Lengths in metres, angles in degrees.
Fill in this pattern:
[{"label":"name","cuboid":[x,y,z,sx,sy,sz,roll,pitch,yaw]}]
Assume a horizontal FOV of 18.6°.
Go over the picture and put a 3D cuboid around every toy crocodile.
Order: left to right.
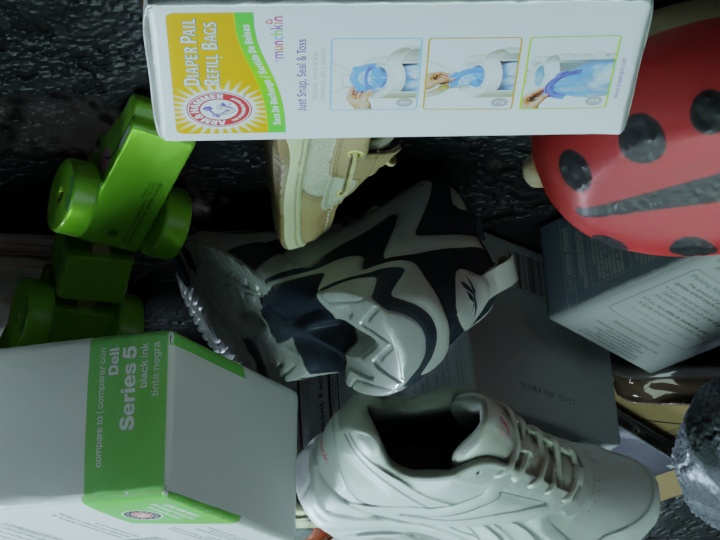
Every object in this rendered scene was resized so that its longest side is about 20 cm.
[{"label":"toy crocodile","cuboid":[-0.137,-0.011,1.136,0.067,0.062,0.201,9,128,-24]}]

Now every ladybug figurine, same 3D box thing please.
[{"label":"ladybug figurine","cuboid":[0.168,-0.060,1.049,0.199,0.072,0.136,-15,126,28]}]

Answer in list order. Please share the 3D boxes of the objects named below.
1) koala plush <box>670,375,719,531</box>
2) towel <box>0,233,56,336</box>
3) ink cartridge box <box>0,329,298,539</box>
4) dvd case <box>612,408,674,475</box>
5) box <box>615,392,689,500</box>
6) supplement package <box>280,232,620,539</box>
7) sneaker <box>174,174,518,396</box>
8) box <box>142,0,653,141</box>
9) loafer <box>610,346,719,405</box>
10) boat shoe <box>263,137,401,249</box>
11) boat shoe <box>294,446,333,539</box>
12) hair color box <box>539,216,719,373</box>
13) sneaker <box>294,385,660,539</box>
[{"label":"koala plush","cuboid":[0.291,0.076,1.214,0.183,0.200,0.178,18,146,44]},{"label":"towel","cuboid":[-0.232,0.038,1.259,0.189,0.032,0.200,2,150,-9]},{"label":"ink cartridge box","cuboid":[-0.150,0.094,1.122,0.198,0.085,0.145,-6,163,23]},{"label":"dvd case","cuboid":[0.087,0.124,1.417,0.199,0.016,0.148,-20,147,33]},{"label":"box","cuboid":[0.169,0.105,1.429,0.163,0.021,0.199,-24,145,33]},{"label":"supplement package","cuboid":[0.038,0.076,1.272,0.113,0.110,0.200,20,143,-35]},{"label":"sneaker","cuboid":[0.000,0.000,1.167,0.129,0.080,0.198,-28,-161,-34]},{"label":"box","cuboid":[0.012,-0.126,0.905,0.198,0.113,0.102,-2,152,-2]},{"label":"loafer","cuboid":[0.237,0.072,1.299,0.198,0.073,0.072,3,112,-12]},{"label":"boat shoe","cuboid":[-0.013,-0.068,1.046,0.066,0.075,0.200,-8,159,-6]},{"label":"boat shoe","cuboid":[-0.100,0.097,1.221,0.199,0.071,0.063,29,148,8]},{"label":"hair color box","cuboid":[0.204,-0.018,1.174,0.199,0.061,0.099,-25,145,35]},{"label":"sneaker","cuboid":[0.071,0.106,1.143,0.198,0.078,0.100,6,144,-14]}]
